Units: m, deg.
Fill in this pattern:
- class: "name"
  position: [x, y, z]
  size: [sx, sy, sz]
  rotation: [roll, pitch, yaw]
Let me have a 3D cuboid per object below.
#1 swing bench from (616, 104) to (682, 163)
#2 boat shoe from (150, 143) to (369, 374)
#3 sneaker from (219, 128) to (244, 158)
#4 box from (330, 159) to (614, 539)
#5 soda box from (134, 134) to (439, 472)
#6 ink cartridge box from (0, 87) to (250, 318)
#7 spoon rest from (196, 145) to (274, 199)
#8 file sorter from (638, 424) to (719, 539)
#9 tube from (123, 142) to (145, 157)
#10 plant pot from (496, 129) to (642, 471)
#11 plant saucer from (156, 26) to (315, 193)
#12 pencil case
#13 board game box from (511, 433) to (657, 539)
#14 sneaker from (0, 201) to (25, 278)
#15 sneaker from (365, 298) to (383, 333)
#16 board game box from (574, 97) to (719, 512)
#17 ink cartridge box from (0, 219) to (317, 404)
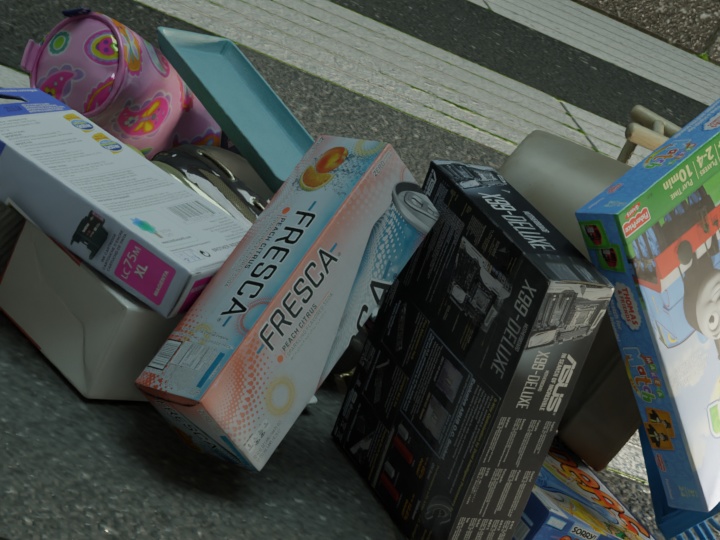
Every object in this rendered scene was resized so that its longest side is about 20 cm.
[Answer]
- class: "swing bench"
  position: [0.263, 0.004, 1.761]
  size: [0.199, 0.200, 0.130]
  rotation: [27, 14, 3]
- class: "boat shoe"
  position: [-0.066, -0.015, 1.475]
  size: [0.200, 0.074, 0.073]
  rotation: [43, 52, -2]
- class: "sneaker"
  position: [-0.063, -0.093, 1.716]
  size: [0.067, 0.090, 0.200]
  rotation: [-15, 4, 15]
- class: "box"
  position: [0.062, 0.057, 1.310]
  size: [0.049, 0.201, 0.158]
  rotation: [7, 23, -30]
- class: "soda box"
  position: [-0.041, 0.016, 1.271]
  size: [0.063, 0.200, 0.068]
  rotation: [12, -32, 46]
- class: "ink cartridge box"
  position: [-0.159, -0.046, 1.326]
  size: [0.200, 0.042, 0.119]
  rotation: [36, 19, 15]
- class: "spoon rest"
  position: [-0.065, -0.028, 1.586]
  size: [0.199, 0.100, 0.060]
  rotation: [19, -25, -32]
- class: "file sorter"
  position: [0.277, 0.143, 1.451]
  size: [0.123, 0.138, 0.200]
  rotation: [57, 12, -14]
- class: "tube"
  position: [-0.175, -0.037, 1.498]
  size: [0.058, 0.052, 0.200]
  rotation: [23, 17, -8]
- class: "plant pot"
  position: [0.151, 0.004, 1.457]
  size: [0.173, 0.201, 0.200]
  rotation: [36, 18, 7]
- class: "plant saucer"
  position: [-0.079, -0.111, 1.555]
  size: [0.070, 0.019, 0.200]
  rotation: [7, 33, -40]
- class: "pencil case"
  position: [-0.174, -0.128, 1.623]
  size: [0.087, 0.088, 0.200]
  rotation: [33, 2, 23]
- class: "board game box"
  position: [0.107, 0.132, 1.405]
  size: [0.135, 0.035, 0.200]
  rotation: [27, 13, -39]
- class: "sneaker"
  position: [-0.268, -0.044, 1.342]
  size: [0.199, 0.074, 0.082]
  rotation: [11, 24, -45]
- class: "sneaker"
  position: [0.000, 0.000, 1.537]
  size: [0.080, 0.087, 0.201]
  rotation: [-21, 56, -10]
- class: "board game box"
  position: [0.212, 0.019, 1.312]
  size: [0.036, 0.201, 0.151]
  rotation: [5, 33, 46]
- class: "ink cartridge box"
  position: [-0.114, 0.027, 1.367]
  size: [0.199, 0.068, 0.116]
  rotation: [7, 25, -48]
